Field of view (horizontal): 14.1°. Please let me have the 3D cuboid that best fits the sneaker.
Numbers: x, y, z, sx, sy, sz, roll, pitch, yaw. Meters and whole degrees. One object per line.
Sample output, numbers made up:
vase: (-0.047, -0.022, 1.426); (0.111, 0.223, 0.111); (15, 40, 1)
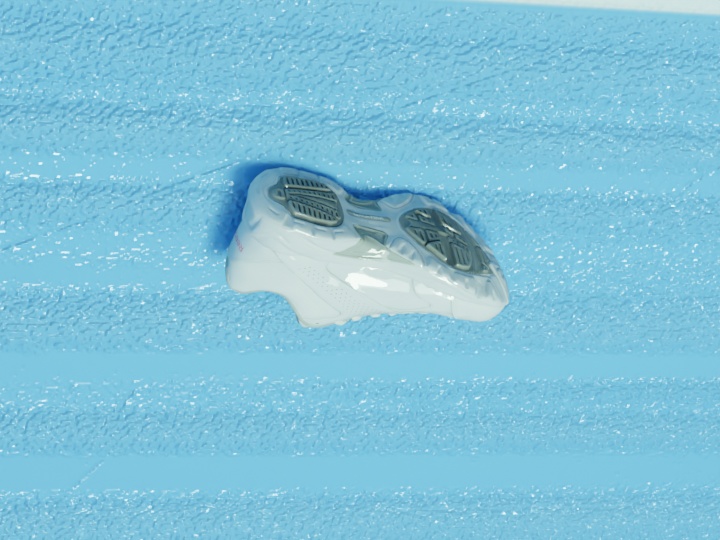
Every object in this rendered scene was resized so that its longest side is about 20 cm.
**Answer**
sneaker: (0.000, 0.000, 1.902); (0.199, 0.078, 0.100); (18, 129, -21)
